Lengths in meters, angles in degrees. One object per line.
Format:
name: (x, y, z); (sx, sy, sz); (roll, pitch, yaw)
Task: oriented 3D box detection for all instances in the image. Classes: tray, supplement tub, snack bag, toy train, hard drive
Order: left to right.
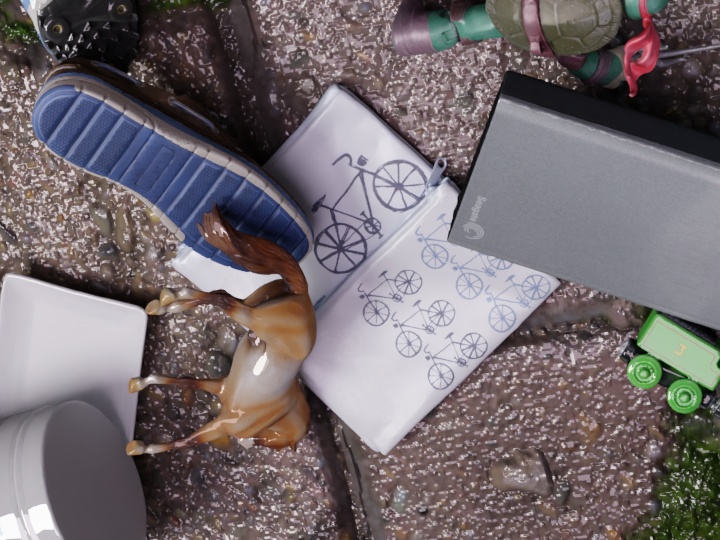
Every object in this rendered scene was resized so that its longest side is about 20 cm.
supplement tub: (-0.261, 0.175, 1.367); (0.199, 0.132, 0.133); (-20, 107, 22)
tray: (-0.206, 0.100, 1.404); (0.106, 0.022, 0.202); (14, 116, 10)
snack bag: (0.000, 0.000, 1.306); (0.200, 0.021, 0.189); (43, 117, -5)
hard drive: (0.162, -0.038, 1.200); (0.198, 0.033, 0.140); (18, 143, 0)
toy train: (0.257, 0.088, 1.266); (0.199, 0.042, 0.057); (30, 106, 1)

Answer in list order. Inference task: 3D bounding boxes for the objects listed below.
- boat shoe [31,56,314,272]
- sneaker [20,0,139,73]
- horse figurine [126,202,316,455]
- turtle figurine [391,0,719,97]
boat shoe: (-0.110, -0.074, 1.262); (0.199, 0.073, 0.072); (35, 121, -21)
sneaker: (-0.203, -0.206, 1.257); (0.072, 0.073, 0.201); (-34, 115, -4)
horse figurine: (-0.077, 0.052, 1.283); (0.131, 0.050, 0.201); (0, 127, -21)
turtle figurine: (0.111, -0.169, 1.166); (0.198, 0.101, 0.151); (3, 114, 20)
